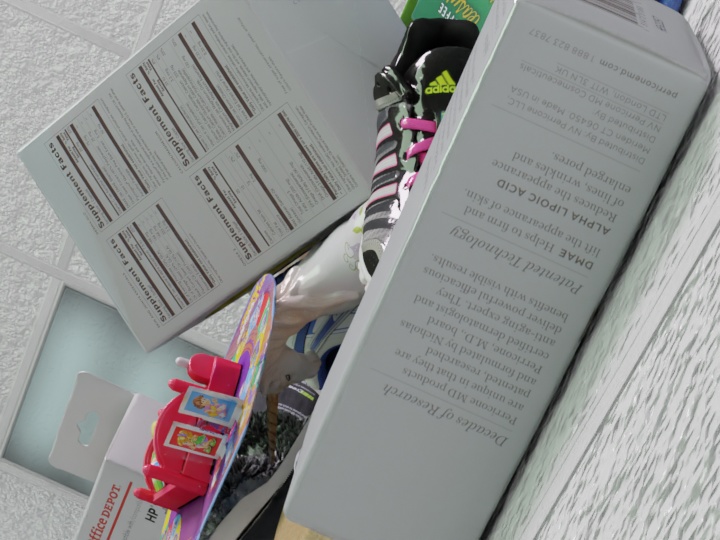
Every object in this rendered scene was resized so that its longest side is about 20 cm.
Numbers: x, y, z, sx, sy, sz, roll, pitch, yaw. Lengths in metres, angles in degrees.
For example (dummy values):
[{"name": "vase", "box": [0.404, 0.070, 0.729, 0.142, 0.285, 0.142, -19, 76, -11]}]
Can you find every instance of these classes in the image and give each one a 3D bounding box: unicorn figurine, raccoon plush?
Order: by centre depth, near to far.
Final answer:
[{"name": "unicorn figurine", "box": [0.000, 0.000, 1.038, 0.137, 0.074, 0.201, -34, -18, -41]}, {"name": "raccoon plush", "box": [-0.029, 0.123, 1.107, 0.133, 0.097, 0.200, 9, 44, 48]}]

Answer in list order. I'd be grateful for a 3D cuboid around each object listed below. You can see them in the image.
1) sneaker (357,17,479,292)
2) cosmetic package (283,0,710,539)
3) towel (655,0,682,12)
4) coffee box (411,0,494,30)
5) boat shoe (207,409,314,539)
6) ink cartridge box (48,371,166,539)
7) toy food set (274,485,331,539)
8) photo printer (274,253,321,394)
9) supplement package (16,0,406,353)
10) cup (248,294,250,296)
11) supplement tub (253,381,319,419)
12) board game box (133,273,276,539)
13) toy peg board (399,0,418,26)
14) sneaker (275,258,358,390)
[{"name": "sneaker", "box": [0.036, -0.051, 0.813, 0.201, 0.073, 0.088, -89, 0, -57]}, {"name": "cosmetic package", "box": [0.046, -0.002, 0.638, 0.102, 0.073, 0.201, -72, 4, -70]}, {"name": "towel", "box": [0.107, -0.100, 0.795, 0.200, 0.024, 0.148, 128, 165, -80]}, {"name": "coffee box", "box": [0.103, -0.199, 1.009, 0.201, 0.044, 0.123, -66, 32, 21]}, {"name": "boat shoe", "box": [-0.016, 0.114, 0.988, 0.200, 0.060, 0.074, -52, -12, -20]}, {"name": "ink cartridge box", "box": [-0.125, 0.162, 1.242, 0.068, 0.199, 0.116, -68, 3, -47]}, {"name": "toy food set", "box": [0.009, 0.079, 0.862, 0.198, 0.048, 0.201, 120, 171, -55]}, {"name": "photo printer", "box": [-0.016, -0.016, 1.352, 0.201, 0.069, 0.167, -70, -32, -52]}, {"name": "supplement package", "box": [-0.070, -0.079, 1.114, 0.199, 0.151, 0.152, -34, 0, 32]}, {"name": "cup", "box": [-0.100, 0.013, 2.886, 0.200, 0.142, 0.202, -156, 90, -88]}, {"name": "supplement tub", "box": [-0.073, 0.147, 1.397, 0.200, 0.106, 0.107, -69, 4, -58]}, {"name": "board game box", "box": [-0.098, 0.090, 0.993, 0.158, 0.039, 0.201, -91, 23, -61]}, {"name": "toy peg board", "box": [0.078, -0.166, 1.201, 0.199, 0.097, 0.201, 118, 175, -62]}, {"name": "sneaker", "box": [0.020, 0.006, 1.187, 0.200, 0.089, 0.075, -36, -7, 36]}]
